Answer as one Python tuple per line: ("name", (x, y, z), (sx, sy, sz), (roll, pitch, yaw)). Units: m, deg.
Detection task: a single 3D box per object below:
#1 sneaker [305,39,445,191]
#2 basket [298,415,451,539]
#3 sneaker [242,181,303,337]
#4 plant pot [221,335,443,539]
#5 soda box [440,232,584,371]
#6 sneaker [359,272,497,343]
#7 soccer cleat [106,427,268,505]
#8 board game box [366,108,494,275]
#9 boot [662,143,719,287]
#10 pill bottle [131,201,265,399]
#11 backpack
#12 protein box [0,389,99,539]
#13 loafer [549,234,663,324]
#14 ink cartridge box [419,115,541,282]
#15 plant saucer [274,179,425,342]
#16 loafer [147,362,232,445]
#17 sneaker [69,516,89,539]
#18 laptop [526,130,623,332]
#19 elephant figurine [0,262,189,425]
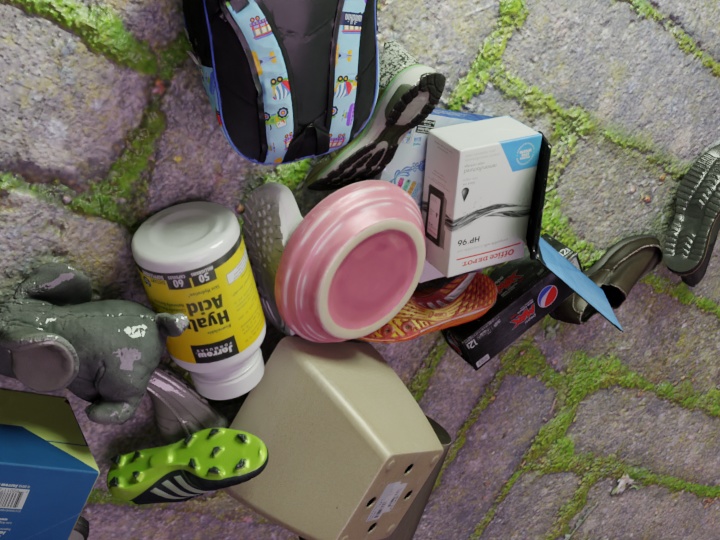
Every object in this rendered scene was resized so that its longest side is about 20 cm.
("sneaker", (0.004, -0.165, 0.977), (0.200, 0.089, 0.077), (-44, 153, 29))
("basket", (0.029, 0.289, 1.224), (0.180, 0.136, 0.200), (12, 106, -51))
("sneaker", (-0.075, -0.020, 1.016), (0.080, 0.076, 0.200), (-28, 136, -25))
("plant pot", (-0.024, 0.214, 1.075), (0.200, 0.177, 0.200), (12, 112, -58))
("soda box", (0.203, 0.040, 1.220), (0.200, 0.071, 0.063), (-37, 129, -9))
("sneaker", (0.076, 0.057, 1.147), (0.199, 0.073, 0.077), (-9, 160, -10))
("soccer cleat", (-0.188, 0.225, 1.021), (0.199, 0.068, 0.081), (-13, 142, 16))
("board game box", (0.090, -0.092, 1.088), (0.200, 0.043, 0.199), (2, 115, -34))
("boot", (0.516, -0.078, 1.366), (0.200, 0.077, 0.138), (-62, 150, 0))
("pill bottle", (-0.162, 0.037, 0.961), (0.111, 0.111, 0.200), (-25, 128, -18))
("backpack", (-0.073, -0.210, 0.853), (0.182, 0.135, 0.200), (-18, 125, -23))
("protein box", (-0.405, 0.235, 0.909), (0.198, 0.135, 0.200), (16, 107, -38))
("loafer", (0.367, 0.023, 1.314), (0.200, 0.071, 0.073), (-34, 130, -10))
("ink cartridge box", (0.135, -0.068, 1.057), (0.116, 0.068, 0.200), (-14, 125, -26))
("plant saucer", (0.000, 0.000, 1.005), (0.200, 0.051, 0.201), (-24, 133, -28))
("loafer", (-0.204, 0.170, 1.042), (0.070, 0.070, 0.200), (-46, 132, -12))
("sneaker", (-0.382, 0.361, 1.038), (0.200, 0.079, 0.074), (-47, 129, -2))
("laptop", (0.258, -0.054, 1.082), (0.116, 0.187, 0.201), (6, 104, 6))
("elephant figurine", (-0.302, 0.067, 0.878), (0.200, 0.141, 0.155), (26, 86, -32))
